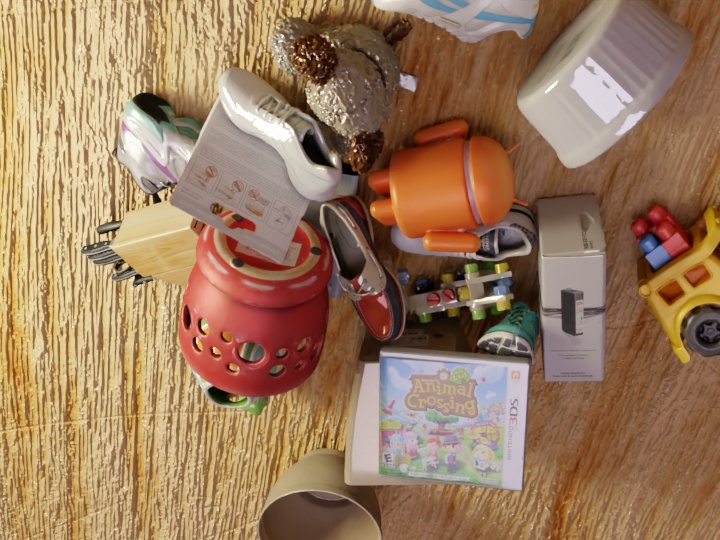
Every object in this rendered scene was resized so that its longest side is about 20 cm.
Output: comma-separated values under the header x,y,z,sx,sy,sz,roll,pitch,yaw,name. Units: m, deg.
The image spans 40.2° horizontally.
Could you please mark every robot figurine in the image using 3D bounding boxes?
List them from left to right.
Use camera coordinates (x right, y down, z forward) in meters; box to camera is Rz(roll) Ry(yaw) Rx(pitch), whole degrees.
x,y,z,sx,sy,sz,roll,pitch,yaw,name
0.110,-0.103,1.245,0.196,0.145,0.118,-9,129,16,robot figurine

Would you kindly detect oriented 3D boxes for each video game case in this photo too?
x,y,z,sx,sy,sz,roll,pitch,yaw,name
0.121,0.196,1.294,0.196,0.022,0.186,4,108,11,video game case

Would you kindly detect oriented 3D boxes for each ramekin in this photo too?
x,y,z,sx,sy,sz,roll,pitch,yaw,name
0.268,-0.224,1.111,0.097,0.201,0.200,39,120,-10,ramekin

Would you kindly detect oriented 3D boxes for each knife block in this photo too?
x,y,z,sx,sy,sz,roll,pitch,yaw,name
-0.294,-0.047,1.336,0.172,0.065,0.201,17,147,-3,knife block

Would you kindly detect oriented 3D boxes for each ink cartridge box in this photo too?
x,y,z,sx,sy,sz,roll,pitch,yaw,name
-0.134,-0.123,1.228,0.159,0.203,0.050,27,156,-12,ink cartridge box
0.277,0.023,1.300,0.082,0.145,0.203,-2,123,8,ink cartridge box

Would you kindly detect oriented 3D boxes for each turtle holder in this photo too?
x,y,z,sx,sy,sz,roll,pitch,yaw,name
-0.186,0.133,1.433,0.138,0.134,0.186,11,145,-12,turtle holder

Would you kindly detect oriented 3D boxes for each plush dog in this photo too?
x,y,z,sx,sy,sz,roll,pitch,yaw,name
-0.008,-0.218,1.158,0.159,0.173,0.201,-26,116,22,plush dog

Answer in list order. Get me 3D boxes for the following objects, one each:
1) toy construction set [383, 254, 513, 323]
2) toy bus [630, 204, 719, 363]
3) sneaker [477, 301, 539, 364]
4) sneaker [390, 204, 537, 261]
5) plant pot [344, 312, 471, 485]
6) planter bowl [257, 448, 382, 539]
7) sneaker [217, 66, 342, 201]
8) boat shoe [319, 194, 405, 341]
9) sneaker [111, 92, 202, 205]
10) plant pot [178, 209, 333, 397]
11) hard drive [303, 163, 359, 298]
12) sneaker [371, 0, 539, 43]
x,y,z,sx,sy,sz,roll,pitch,yaw,name
0.114,0.029,1.337,0.196,0.131,0.094,4,93,14,toy construction set
0.450,-0.013,1.278,0.199,0.136,0.193,-36,97,24,toy bus
0.206,0.081,1.330,0.076,0.200,0.081,16,89,13,sneaker
0.135,-0.049,1.305,0.196,0.081,0.078,-3,118,11,sneaker
0.076,0.171,1.406,0.195,0.201,0.181,-2,114,9,plant pot
-0.057,0.375,1.582,0.196,0.136,0.203,3,125,5,planter bowl
-0.091,-0.178,1.194,0.200,0.070,0.080,45,156,-1,sneaker
0.000,0.000,1.278,0.070,0.062,0.204,-18,91,28,boat shoe
-0.238,-0.131,1.309,0.198,0.078,0.141,33,124,-1,sneaker
-0.131,0.029,1.276,0.196,0.202,0.185,14,128,-3,plant pot
-0.080,-0.062,1.356,0.137,0.033,0.203,10,124,1,hard drive
0.109,-0.309,1.144,0.195,0.077,0.082,2,126,8,sneaker
